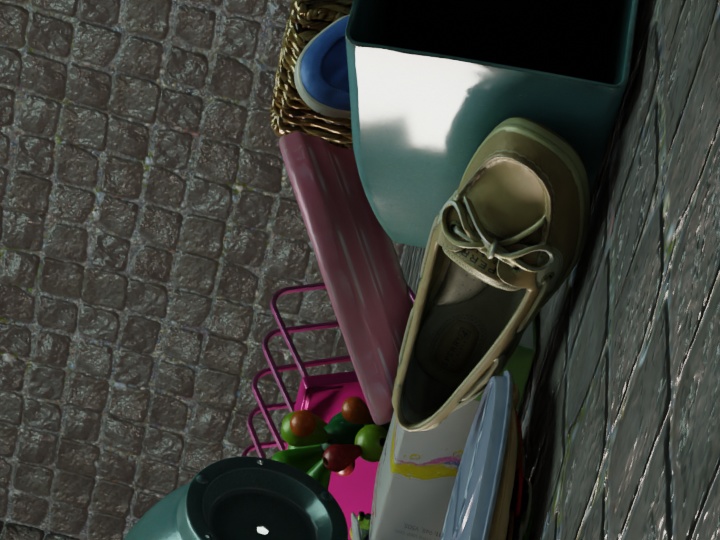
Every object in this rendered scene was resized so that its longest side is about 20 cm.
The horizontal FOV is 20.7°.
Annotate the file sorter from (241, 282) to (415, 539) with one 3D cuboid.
[{"bbox_3d":[-0.017,0.120,1.665,0.126,0.138,0.201,-117,30,-42],"label":"file sorter"}]

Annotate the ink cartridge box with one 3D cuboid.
[{"bbox_3d":[0.051,0.104,1.204,0.117,0.067,0.202,-80,3,-67],"label":"ink cartridge box"}]

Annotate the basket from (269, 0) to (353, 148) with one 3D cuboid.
[{"bbox_3d":[0.043,-0.169,1.445,0.150,0.198,0.144,104,178,-53],"label":"basket"}]

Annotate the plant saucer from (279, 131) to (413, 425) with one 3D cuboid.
[{"bbox_3d":[0.000,0.000,1.309,0.201,0.050,0.202,-19,-90,-90],"label":"plant saucer"}]

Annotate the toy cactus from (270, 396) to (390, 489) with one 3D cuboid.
[{"bbox_3d":[0.010,0.127,1.485,0.103,0.164,0.200,61,161,9],"label":"toy cactus"}]

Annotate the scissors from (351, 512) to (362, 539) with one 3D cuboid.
[{"bbox_3d":[0.007,0.250,1.174,0.073,0.014,0.202,112,147,-63],"label":"scissors"}]

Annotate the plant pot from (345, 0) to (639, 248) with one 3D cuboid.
[{"bbox_3d":[0.071,-0.101,1.076,0.201,0.140,0.142,92,-171,-56],"label":"plant pot"}]

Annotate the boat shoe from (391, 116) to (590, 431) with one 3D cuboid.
[{"bbox_3d":[0.062,0.007,1.027,0.063,0.073,0.201,-50,-10,-41],"label":"boat shoe"}]

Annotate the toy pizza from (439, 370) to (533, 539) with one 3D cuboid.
[{"bbox_3d":[0.061,0.152,1.027,0.200,0.031,0.202,14,-90,-90],"label":"toy pizza"}]

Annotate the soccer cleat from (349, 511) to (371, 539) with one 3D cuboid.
[{"bbox_3d":[0.020,0.229,1.488,0.200,0.064,0.085,114,167,-84],"label":"soccer cleat"}]

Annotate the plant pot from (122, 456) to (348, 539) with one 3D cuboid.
[{"bbox_3d":[-0.082,0.218,1.385,0.201,0.198,0.135,-78,6,-56],"label":"plant pot"}]

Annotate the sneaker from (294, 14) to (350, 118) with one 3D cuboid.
[{"bbox_3d":[0.055,-0.160,1.286,0.111,0.198,0.078,123,133,-75],"label":"sneaker"}]
